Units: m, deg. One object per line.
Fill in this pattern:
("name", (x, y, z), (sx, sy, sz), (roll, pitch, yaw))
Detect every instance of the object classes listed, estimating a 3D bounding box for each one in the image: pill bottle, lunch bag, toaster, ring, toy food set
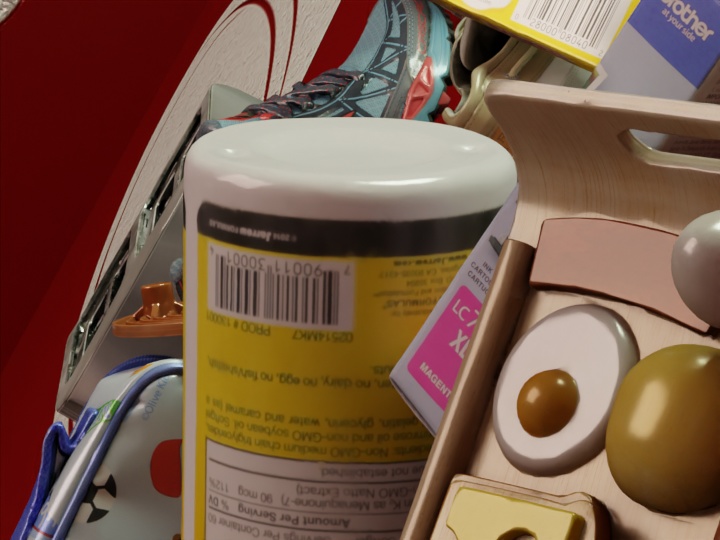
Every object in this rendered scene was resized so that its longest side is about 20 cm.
("pill bottle", (-0.005, 0.056, 1.009), (0.114, 0.113, 0.201), (-105, 16, -75))
("lunch bag", (-0.066, 0.133, 1.113), (0.201, 0.160, 0.076), (-64, 11, -6))
("toaster", (-0.075, 0.015, 1.627), (0.181, 0.118, 0.200), (-60, 10, 15))
("ring", (0.000, 0.000, 1.157), (0.200, 0.199, 0.019), (-170, 70, -79))
("toy food set", (0.059, 0.049, 0.804), (0.143, 0.060, 0.201), (10, 74, 42))

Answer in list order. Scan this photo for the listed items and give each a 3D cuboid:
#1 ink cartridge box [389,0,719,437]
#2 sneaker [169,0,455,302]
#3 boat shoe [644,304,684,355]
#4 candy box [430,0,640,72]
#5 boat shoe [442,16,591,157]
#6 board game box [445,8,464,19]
("ink cartridge box", (0.102, -0.033, 0.921), (0.119, 0.042, 0.200), (-4, -44, -52))
("sneaker", (-0.023, -0.056, 1.346), (0.079, 0.095, 0.201), (-40, 24, 60))
("boat shoe", (0.072, 0.061, 0.907), (0.200, 0.074, 0.066), (-56, 9, 28))
("candy box", (0.067, -0.152, 1.252), (0.103, 0.199, 0.026), (-61, -34, -2))
("boat shoe", (0.079, -0.101, 1.310), (0.075, 0.068, 0.200), (-57, 11, 26))
("board game box", (0.029, -0.265, 1.730), (0.097, 0.159, 0.200), (-55, 13, 33))
